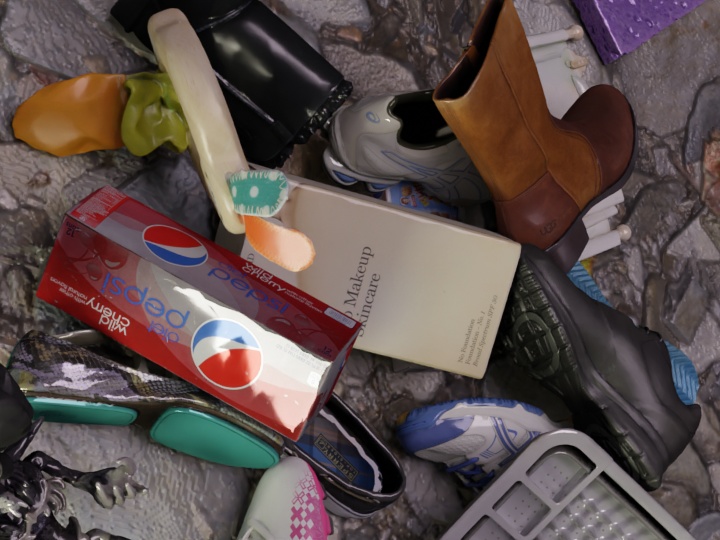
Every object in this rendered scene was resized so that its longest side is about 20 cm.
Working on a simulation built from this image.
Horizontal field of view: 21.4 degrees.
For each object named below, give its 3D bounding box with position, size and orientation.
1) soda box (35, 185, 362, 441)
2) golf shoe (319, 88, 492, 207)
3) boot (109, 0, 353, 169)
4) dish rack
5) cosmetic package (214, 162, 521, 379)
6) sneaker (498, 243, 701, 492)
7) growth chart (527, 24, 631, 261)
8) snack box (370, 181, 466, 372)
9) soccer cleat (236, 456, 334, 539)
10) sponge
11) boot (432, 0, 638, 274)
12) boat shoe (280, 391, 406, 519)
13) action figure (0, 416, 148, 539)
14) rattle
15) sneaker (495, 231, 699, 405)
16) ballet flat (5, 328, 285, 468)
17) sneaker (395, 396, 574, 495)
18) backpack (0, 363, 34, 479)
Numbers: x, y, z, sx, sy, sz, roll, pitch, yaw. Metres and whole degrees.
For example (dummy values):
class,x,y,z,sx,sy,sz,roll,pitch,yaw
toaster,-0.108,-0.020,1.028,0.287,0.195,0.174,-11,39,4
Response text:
class,x,y,z,sx,sy,sz,roll,pitch,yaw
soda box,-0.105,0.026,1.235,0.199,0.070,0.063,29,29,7
golf shoe,0.070,-0.095,1.394,0.199,0.097,0.079,-4,76,-36
boot,-0.071,-0.168,1.297,0.162,0.198,0.073,45,46,-3
dish rack,0.145,0.218,1.374,0.200,0.044,0.172,42,93,-20
cosmetic package,0.000,0.000,1.330,0.199,0.073,0.104,14,95,-21
sneaker,0.171,0.060,1.377,0.091,0.076,0.201,-39,100,-28
growth chart,0.148,-0.097,1.523,0.144,0.018,0.201,-9,82,-34
snack box,0.047,-0.024,1.433,0.071,0.024,0.202,0,77,-32
soccer cleat,-0.071,0.217,1.254,0.086,0.070,0.202,16,72,-33
sponge,0.250,-0.266,1.631,0.200,0.030,0.112,-34,96,-34
boot,0.125,-0.122,1.386,0.189,0.068,0.201,-55,134,-28
boat shoe,-0.045,0.096,1.312,0.200,0.066,0.070,48,57,-13
action figure,-0.177,0.168,1.187,0.200,0.102,0.119,36,67,-22
rattle,-0.129,-0.064,1.218,0.142,0.131,0.201,-10,57,-20
sneaker,0.159,0.052,1.453,0.200,0.081,0.077,42,59,-4
ballet flat,-0.137,0.077,1.253,0.199,0.072,0.073,15,68,-25
sneaker,0.115,0.147,1.397,0.199,0.075,0.089,12,70,-29
backpack,-0.307,0.089,1.090,0.200,0.127,0.167,-38,86,-15
